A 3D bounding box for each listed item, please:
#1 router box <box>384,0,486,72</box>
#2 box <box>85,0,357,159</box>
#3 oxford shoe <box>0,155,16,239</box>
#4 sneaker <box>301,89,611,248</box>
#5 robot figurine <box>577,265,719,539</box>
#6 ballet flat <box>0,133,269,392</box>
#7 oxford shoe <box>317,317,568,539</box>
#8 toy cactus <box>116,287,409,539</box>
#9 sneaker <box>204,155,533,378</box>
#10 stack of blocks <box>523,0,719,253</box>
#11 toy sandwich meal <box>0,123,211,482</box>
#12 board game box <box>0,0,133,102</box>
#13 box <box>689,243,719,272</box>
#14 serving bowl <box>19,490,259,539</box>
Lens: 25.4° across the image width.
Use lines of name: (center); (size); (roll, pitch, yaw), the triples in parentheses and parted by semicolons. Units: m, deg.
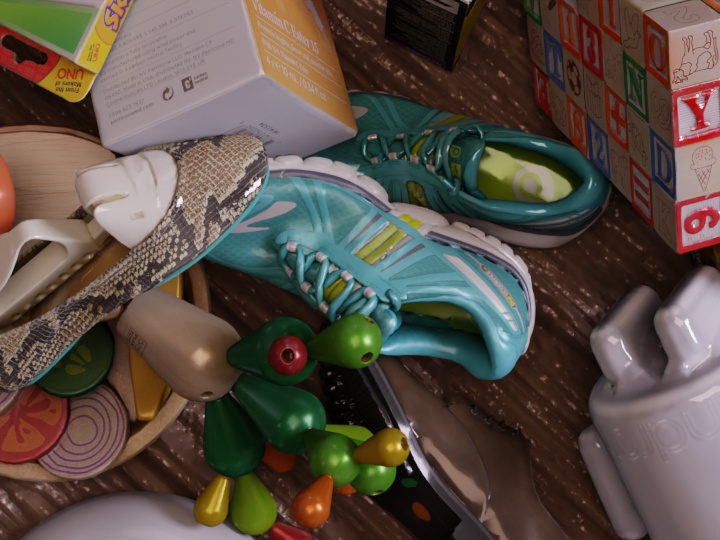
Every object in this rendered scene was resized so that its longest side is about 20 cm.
router box: (0.076, -0.224, 0.881); (0.051, 0.149, 0.201); (25, 85, 2)
box: (-0.089, -0.160, 0.857); (0.097, 0.124, 0.202); (-21, 74, 19)
oxford shoe: (-0.262, -0.014, 0.840); (0.072, 0.199, 0.072); (-13, 78, -46)
sneaker: (0.044, -0.064, 0.899); (0.198, 0.080, 0.078); (8, 83, 1)
robot figurine: (0.196, 0.101, 0.858); (0.113, 0.169, 0.201); (-38, 104, -47)
ballet flat: (-0.137, -0.010, 0.803); (0.199, 0.075, 0.068); (-37, 49, 17)
oxford shoe: (0.047, 0.103, 0.897); (0.084, 0.073, 0.201); (-30, 81, -30)
toy cactus: (-0.058, 0.074, 0.830); (0.164, 0.200, 0.102); (35, 59, 6)
sneaker: (0.000, 0.000, 0.851); (0.198, 0.078, 0.080); (18, 43, -5)
stack of blocks: (0.146, -0.109, 0.824); (0.058, 0.200, 0.116); (-14, 120, -9)
toy sandwich meal: (-0.176, 0.017, 0.891); (0.203, 0.070, 0.207); (0, 84, -1)
board game box: (-0.135, -0.192, 0.800); (0.095, 0.030, 0.201); (27, 94, 25)
box: (0.196, -0.086, 0.875); (0.039, 0.137, 0.202); (-15, 84, -7)
serving bowl: (-0.125, 0.223, 0.874); (0.198, 0.066, 0.202); (0, 83, -1)
